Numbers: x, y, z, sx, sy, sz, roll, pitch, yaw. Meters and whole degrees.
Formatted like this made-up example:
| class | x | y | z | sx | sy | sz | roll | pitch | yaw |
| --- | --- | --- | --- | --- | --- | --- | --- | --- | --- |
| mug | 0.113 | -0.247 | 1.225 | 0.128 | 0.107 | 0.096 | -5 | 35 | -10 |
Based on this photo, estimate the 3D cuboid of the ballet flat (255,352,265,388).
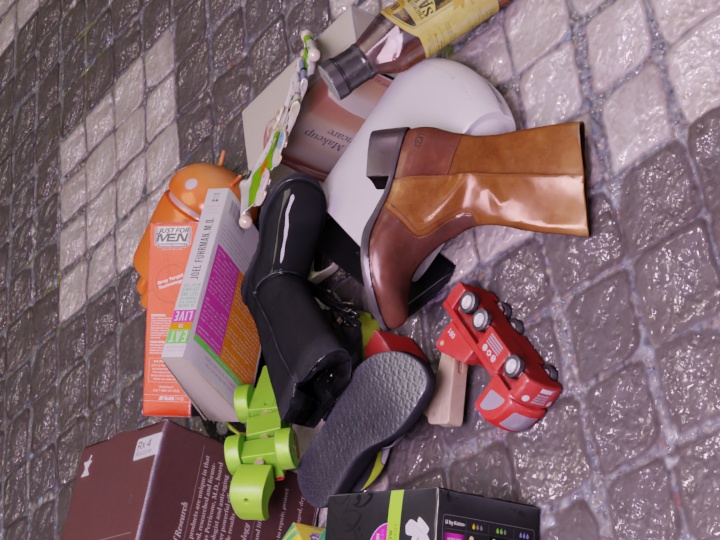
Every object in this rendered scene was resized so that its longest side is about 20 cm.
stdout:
| class | x | y | z | sx | sy | sz | roll | pitch | yaw |
| --- | --- | --- | --- | --- | --- | --- | --- | --- | --- |
| ballet flat | -0.097 | 0.065 | 1.517 | 0.067 | 0.046 | 0.201 | -18 | 62 | 50 |

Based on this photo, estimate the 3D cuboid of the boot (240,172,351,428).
| class | x | y | z | sx | sy | sz | roll | pitch | yaw |
| --- | --- | --- | --- | --- | --- | --- | --- | --- | --- |
| boot | -0.055 | 0.026 | 1.309 | 0.200 | 0.065 | 0.165 | -112 | 34 | -53 |

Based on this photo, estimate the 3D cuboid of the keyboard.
| class | x | y | z | sx | sy | sz | roll | pitch | yaw |
| --- | --- | --- | --- | --- | --- | --- | --- | --- | --- |
| keyboard | 0.000 | 0.000 | 1.390 | 0.127 | 0.021 | 0.200 | -36 | 36 | -13 |

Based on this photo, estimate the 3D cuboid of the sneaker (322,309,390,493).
| class | x | y | z | sx | sy | sz | roll | pitch | yaw |
| --- | --- | --- | --- | --- | --- | --- | --- | --- | --- |
| sneaker | -0.024 | 0.127 | 1.362 | 0.074 | 0.081 | 0.201 | -36 | 50 | 40 |

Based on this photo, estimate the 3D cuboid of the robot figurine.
| class | x | y | z | sx | sy | sz | roll | pitch | yaw |
| --- | --- | --- | --- | --- | --- | --- | --- | --- | --- |
| robot figurine | -0.195 | -0.042 | 1.634 | 0.116 | 0.144 | 0.201 | 32 | 106 | 13 |

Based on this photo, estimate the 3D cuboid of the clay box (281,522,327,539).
| class | x | y | z | sx | sy | sz | roll | pitch | yaw |
| --- | --- | --- | --- | --- | --- | --- | --- | --- | --- |
| clay box | -0.046 | 0.310 | 1.286 | 0.200 | 0.115 | 0.048 | -58 | 37 | 18 |

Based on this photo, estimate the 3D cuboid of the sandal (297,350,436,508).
| class | x | y | z | sx | sy | sz | roll | pitch | yaw |
| --- | --- | --- | --- | --- | --- | --- | --- | --- | --- |
| sandal | 0.007 | 0.142 | 1.278 | 0.200 | 0.043 | 0.076 | -50 | 55 | 35 |

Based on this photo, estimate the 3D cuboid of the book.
| class | x | y | z | sx | sy | sz | roll | pitch | yaw |
| --- | --- | --- | --- | --- | --- | --- | --- | --- | --- |
| book | -0.141 | 0.035 | 1.417 | 0.048 | 0.134 | 0.201 | -2 | 55 | 21 |

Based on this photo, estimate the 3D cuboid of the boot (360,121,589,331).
| class | x | y | z | sx | sy | sz | roll | pitch | yaw |
| --- | --- | --- | --- | --- | --- | --- | --- | --- | --- |
| boot | 0.105 | -0.038 | 1.231 | 0.199 | 0.068 | 0.189 | 1 | 76 | 14 |

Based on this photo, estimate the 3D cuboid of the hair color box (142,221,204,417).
| class | x | y | z | sx | sy | sz | roll | pitch | yaw |
| --- | --- | --- | --- | --- | --- | --- | --- | --- | --- |
| hair color box | -0.178 | 0.053 | 1.464 | 0.061 | 0.101 | 0.201 | -1 | 85 | 22 |

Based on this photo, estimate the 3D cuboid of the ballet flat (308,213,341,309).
| class | x | y | z | sx | sy | sz | roll | pitch | yaw |
| --- | --- | --- | --- | --- | --- | --- | --- | --- | --- |
| ballet flat | -0.056 | 0.015 | 1.473 | 0.067 | 0.068 | 0.201 | -12 | 65 | 20 |

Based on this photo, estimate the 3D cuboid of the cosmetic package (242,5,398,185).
| class | x | y | z | sx | sy | sz | roll | pitch | yaw |
| --- | --- | --- | --- | --- | --- | --- | --- | --- | --- |
| cosmetic package | -0.029 | -0.177 | 1.482 | 0.200 | 0.103 | 0.088 | -39 | 47 | 40 |

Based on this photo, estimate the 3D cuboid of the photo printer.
| class | x | y | z | sx | sy | sz | roll | pitch | yaw |
| --- | --- | --- | --- | --- | --- | --- | --- | --- | --- |
| photo printer | 0.057 | -0.108 | 1.346 | 0.200 | 0.069 | 0.166 | -54 | 36 | 10 |

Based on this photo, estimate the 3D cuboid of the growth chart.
| class | x | y | z | sx | sy | sz | roll | pitch | yaw |
| --- | --- | --- | --- | --- | --- | --- | --- | --- | --- |
| growth chart | -0.082 | -0.145 | 1.400 | 0.145 | 0.018 | 0.201 | -120 | 52 | -74 |

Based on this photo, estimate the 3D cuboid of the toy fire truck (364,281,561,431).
| class | x | y | z | sx | sy | sz | roll | pitch | yaw |
| --- | --- | --- | --- | --- | --- | --- | --- | --- | --- |
| toy fire truck | 0.088 | 0.091 | 1.255 | 0.141 | 0.049 | 0.200 | -56 | 39 | 22 |

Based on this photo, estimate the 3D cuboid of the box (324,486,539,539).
| class | x | y | z | sx | sy | sz | roll | pitch | yaw |
| --- | --- | --- | --- | --- | --- | --- | --- | --- | --- |
| box | 0.054 | 0.290 | 1.153 | 0.148 | 0.124 | 0.201 | -16 | 64 | 49 |

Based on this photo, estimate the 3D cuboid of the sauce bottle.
| class | x | y | z | sx | sy | sz | roll | pitch | yaw |
| --- | --- | --- | --- | --- | --- | --- | --- | --- | --- |
| sauce bottle | 0.052 | -0.236 | 1.350 | 0.200 | 0.066 | 0.066 | -35 | 39 | -6 |

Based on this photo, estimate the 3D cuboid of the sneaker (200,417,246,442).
| class | x | y | z | sx | sy | sz | roll | pitch | yaw |
| --- | --- | --- | --- | --- | --- | --- | --- | --- | --- |
| sneaker | -0.143 | 0.101 | 1.549 | 0.075 | 0.076 | 0.201 | -13 | 84 | 37 |

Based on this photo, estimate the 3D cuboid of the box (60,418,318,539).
| class | x | y | z | sx | sy | sz | roll | pitch | yaw |
| --- | --- | --- | --- | --- | --- | --- | --- | --- | --- |
| box | -0.173 | 0.270 | 1.386 | 0.166 | 0.200 | 0.165 | -22 | 50 | 48 |

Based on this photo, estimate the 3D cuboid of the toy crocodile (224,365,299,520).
| class | x | y | z | sx | sy | sz | roll | pitch | yaw |
| --- | --- | --- | --- | --- | --- | --- | --- | --- | --- |
| toy crocodile | -0.089 | 0.159 | 1.350 | 0.067 | 0.062 | 0.200 | -9 | 32 | 10 |
